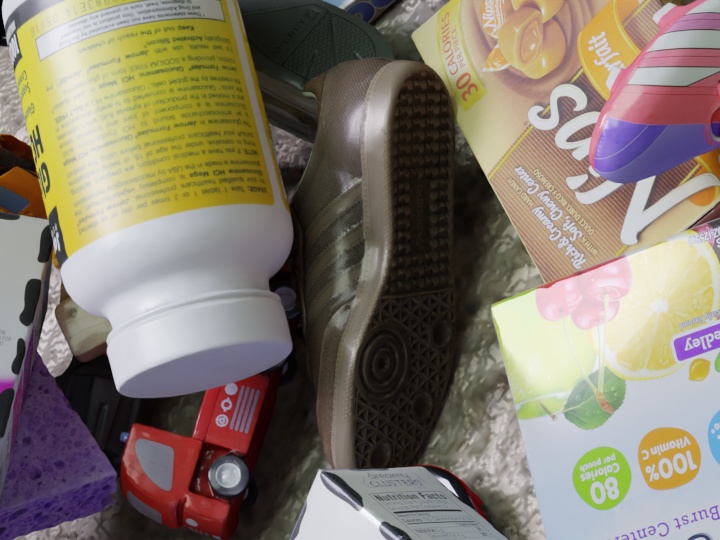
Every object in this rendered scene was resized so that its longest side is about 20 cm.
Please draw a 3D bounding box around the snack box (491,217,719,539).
[{"bbox_3d":[0.145,0.088,1.141,0.142,0.053,0.201,-21,74,31],"label":"snack box"}]

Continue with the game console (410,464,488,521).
[{"bbox_3d":[-0.001,0.204,1.251,0.200,0.031,0.177,-40,49,17],"label":"game console"}]

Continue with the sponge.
[{"bbox_3d":[-0.229,0.095,1.320,0.112,0.199,0.030,54,148,35],"label":"sponge"}]

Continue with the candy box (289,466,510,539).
[{"bbox_3d":[0.035,0.204,1.142,0.200,0.071,0.169,37,112,37],"label":"candy box"}]

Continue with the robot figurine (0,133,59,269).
[{"bbox_3d":[-0.234,-0.045,1.444,0.144,0.200,0.059,-20,57,31],"label":"robot figurine"}]

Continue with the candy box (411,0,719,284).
[{"bbox_3d":[0.113,-0.070,1.277,0.115,0.055,0.201,-40,50,16],"label":"candy box"}]

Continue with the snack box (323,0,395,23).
[{"bbox_3d":[0.015,-0.181,1.431,0.200,0.024,0.072,-40,51,16],"label":"snack box"}]

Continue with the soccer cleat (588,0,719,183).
[{"bbox_3d":[0.183,-0.093,1.181,0.200,0.067,0.076,-36,58,-25],"label":"soccer cleat"}]

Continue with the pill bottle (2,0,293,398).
[{"bbox_3d":[-0.095,-0.048,1.291,0.112,0.112,0.201,-22,74,29],"label":"pill bottle"}]

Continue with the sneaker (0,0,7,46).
[{"bbox_3d":[-0.217,-0.177,1.584,0.199,0.069,0.100,-4,68,38],"label":"sneaker"}]

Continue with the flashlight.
[{"bbox_3d":[-0.119,0.002,1.420,0.068,0.068,0.201,-2,67,35],"label":"flashlight"}]

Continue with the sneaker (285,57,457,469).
[{"bbox_3d":[0.000,0.000,1.309,0.075,0.070,0.202,7,89,44],"label":"sneaker"}]

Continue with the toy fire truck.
[{"bbox_3d":[-0.098,0.020,1.359,0.140,0.049,0.201,16,78,8],"label":"toy fire truck"}]

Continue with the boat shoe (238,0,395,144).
[{"bbox_3d":[-0.067,-0.120,1.401,0.201,0.065,0.075,28,58,23],"label":"boat shoe"}]

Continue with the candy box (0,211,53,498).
[{"bbox_3d":[-0.227,0.051,1.301,0.135,0.061,0.201,10,43,-2],"label":"candy box"}]
